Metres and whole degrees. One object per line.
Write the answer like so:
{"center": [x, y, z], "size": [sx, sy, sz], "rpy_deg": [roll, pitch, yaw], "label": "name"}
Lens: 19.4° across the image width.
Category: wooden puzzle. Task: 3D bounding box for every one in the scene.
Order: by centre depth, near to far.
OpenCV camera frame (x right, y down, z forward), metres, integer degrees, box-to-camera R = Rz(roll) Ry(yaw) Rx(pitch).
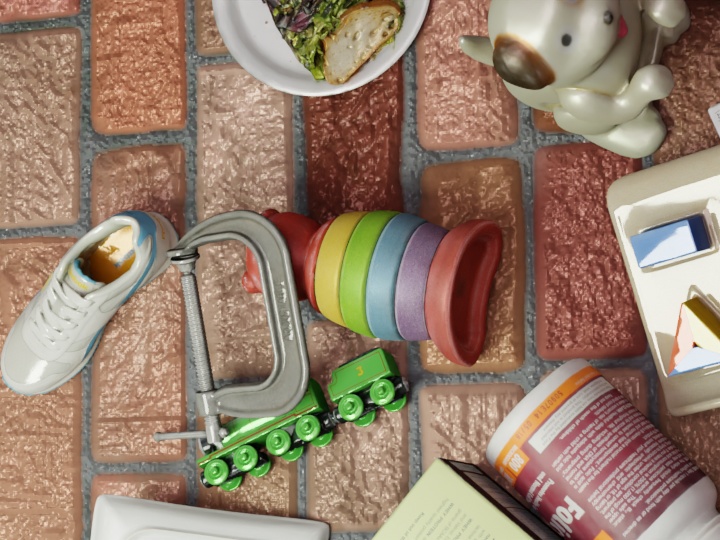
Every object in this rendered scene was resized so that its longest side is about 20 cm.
{"center": [0.289, 0.001, 1.647], "size": [0.185, 0.046, 0.200], "rpy_deg": [-18, 83, 35], "label": "wooden puzzle"}

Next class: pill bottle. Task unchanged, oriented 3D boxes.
{"center": [0.205, 0.175, 1.653], "size": [0.200, 0.114, 0.114], "rpy_deg": [45, 97, 17], "label": "pill bottle"}

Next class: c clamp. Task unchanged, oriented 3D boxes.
{"center": [-0.118, 0.050, 1.751], "size": [0.171, 0.027, 0.200], "rpy_deg": [0, 98, 34], "label": "c clamp"}

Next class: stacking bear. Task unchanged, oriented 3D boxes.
{"center": [0.000, 0.000, 1.742], "size": [0.200, 0.114, 0.122], "rpy_deg": [10, 87, 22], "label": "stacking bear"}

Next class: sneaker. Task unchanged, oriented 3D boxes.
{"center": [-0.246, 0.024, 1.822], "size": [0.077, 0.081, 0.200], "rpy_deg": [43, 97, 15], "label": "sneaker"}

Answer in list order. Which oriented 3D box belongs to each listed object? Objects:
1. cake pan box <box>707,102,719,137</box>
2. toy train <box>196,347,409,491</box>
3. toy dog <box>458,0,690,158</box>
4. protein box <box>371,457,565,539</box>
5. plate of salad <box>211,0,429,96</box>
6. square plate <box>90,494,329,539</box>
{"center": [0.394, -0.083, 1.662], "size": [0.184, 0.052, 0.200], "rpy_deg": [-24, 78, 10], "label": "cake pan box"}
{"center": [-0.052, 0.125, 1.775], "size": [0.200, 0.042, 0.056], "rpy_deg": [-26, 67, 12], "label": "toy train"}
{"center": [0.165, -0.190, 1.662], "size": [0.194, 0.200, 0.140], "rpy_deg": [21, 89, 17], "label": "toy dog"}
{"center": [0.090, 0.288, 1.663], "size": [0.200, 0.135, 0.199], "rpy_deg": [39, 95, 17], "label": "protein box"}
{"center": [-0.037, -0.250, 1.809], "size": [0.200, 0.048, 0.200], "rpy_deg": [-2, 84, 17], "label": "plate of salad"}
{"center": [-0.134, 0.296, 1.748], "size": [0.198, 0.028, 0.200], "rpy_deg": [8, 84, -5], "label": "square plate"}
